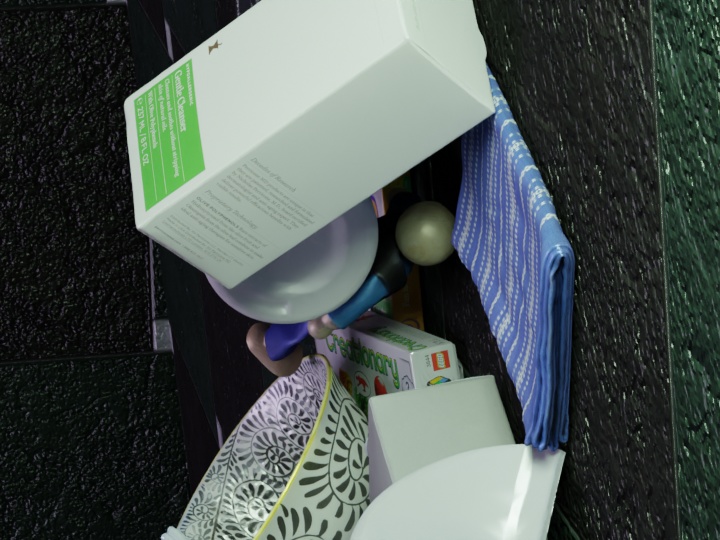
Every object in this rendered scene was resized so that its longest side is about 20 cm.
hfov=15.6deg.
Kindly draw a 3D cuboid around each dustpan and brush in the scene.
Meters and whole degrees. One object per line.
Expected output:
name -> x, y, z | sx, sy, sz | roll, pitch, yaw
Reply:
dustpan and brush -> 0.018, 0.163, 1.459 | 0.057, 0.199, 0.140 | 52, -134, -52

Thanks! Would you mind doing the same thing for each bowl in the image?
bowl -> -0.042, 0.164, 1.737 | 0.201, 0.094, 0.201 | -51, 16, 21

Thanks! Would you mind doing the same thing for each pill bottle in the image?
pill bottle -> -0.057, -0.054, 1.660 | 0.200, 0.111, 0.112 | -111, 15, -66

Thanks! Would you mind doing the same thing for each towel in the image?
towel -> 0.080, -0.013, 1.445 | 0.200, 0.024, 0.145 | -110, 15, -50

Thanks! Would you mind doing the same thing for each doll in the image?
doll -> 0.000, 0.000, 1.682 | 0.200, 0.048, 0.137 | -35, 18, 55

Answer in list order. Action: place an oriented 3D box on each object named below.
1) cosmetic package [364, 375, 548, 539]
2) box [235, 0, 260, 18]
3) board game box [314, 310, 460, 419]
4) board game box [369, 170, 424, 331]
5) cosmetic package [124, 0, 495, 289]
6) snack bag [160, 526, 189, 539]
cosmetic package -> 0.063, 0.172, 1.535 | 0.107, 0.090, 0.201 | 90, 170, -52
box -> -0.040, -0.197, 1.826 | 0.201, 0.078, 0.142 | 91, 163, -48
board game box -> 0.022, 0.098, 1.756 | 0.200, 0.034, 0.127 | -162, 61, -69
board game box -> 0.020, -0.006, 1.806 | 0.096, 0.030, 0.201 | -123, 28, -66
cosmetic package -> -0.030, -0.092, 1.469 | 0.085, 0.200, 0.108 | 34, -148, -38
snack bag -> -0.021, 0.241, 1.577 | 0.189, 0.021, 0.200 | 50, 166, -29
